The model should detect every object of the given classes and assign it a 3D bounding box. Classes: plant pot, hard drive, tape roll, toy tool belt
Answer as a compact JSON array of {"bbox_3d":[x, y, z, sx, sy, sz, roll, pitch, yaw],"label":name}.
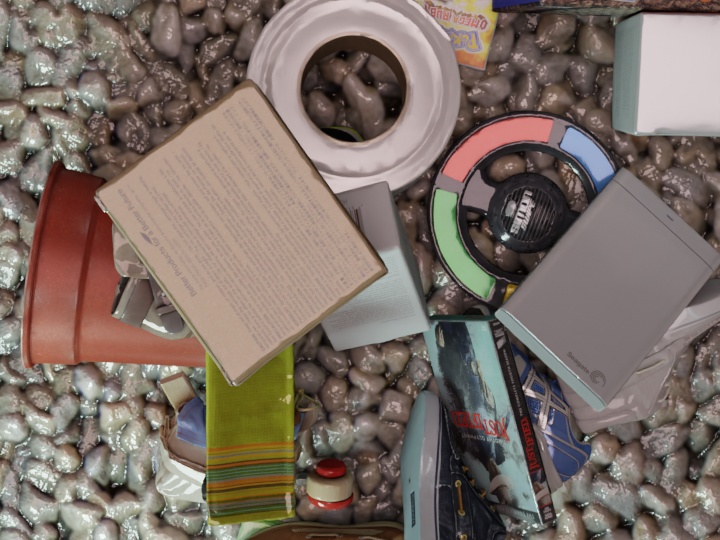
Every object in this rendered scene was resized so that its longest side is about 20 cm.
[{"bbox_3d":[-0.211,0.009,1.426,0.194,0.201,0.202,9,97,-5],"label":"plant pot"},{"bbox_3d":[0.235,0.015,1.387,0.132,0.027,0.200,42,67,2],"label":"hard drive"},{"bbox_3d":[-0.007,-0.164,1.380,0.201,0.071,0.204,0,86,-2],"label":"tape roll"},{"bbox_3d":[-0.102,0.166,1.464,0.198,0.125,0.124,5,105,3],"label":"toy tool belt"}]

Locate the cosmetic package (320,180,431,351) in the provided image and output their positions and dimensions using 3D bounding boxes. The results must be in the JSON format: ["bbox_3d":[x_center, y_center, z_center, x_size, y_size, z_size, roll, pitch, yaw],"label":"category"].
[{"bbox_3d":[0.000,0.000,1.394,0.101,0.200,0.072,-13,64,5],"label":"cosmetic package"}]

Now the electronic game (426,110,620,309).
[{"bbox_3d":[0.164,-0.057,1.458,0.198,0.042,0.202,1,97,4],"label":"electronic game"}]

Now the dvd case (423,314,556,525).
[{"bbox_3d":[0.122,0.141,1.438,0.022,0.146,0.201,-19,97,-23],"label":"dvd case"}]

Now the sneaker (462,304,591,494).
[{"bbox_3d":[0.159,0.123,1.474,0.077,0.076,0.201,-26,92,-20],"label":"sneaker"}]

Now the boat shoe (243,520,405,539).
[{"bbox_3d":[-0.038,0.290,1.476,0.198,0.074,0.076,-10,95,2],"label":"boat shoe"}]

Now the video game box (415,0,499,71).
[{"bbox_3d":[0.048,-0.306,1.436,0.199,0.047,0.183,14,100,2],"label":"video game box"}]

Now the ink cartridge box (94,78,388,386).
[{"bbox_3d":[-0.098,-0.033,1.247,0.164,0.075,0.201,-35,95,1],"label":"ink cartridge box"}]

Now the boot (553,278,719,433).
[{"bbox_3d":[0.287,0.085,1.449,0.199,0.074,0.096,-23,105,-3],"label":"boot"}]

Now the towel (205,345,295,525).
[{"bbox_3d":[-0.098,0.131,1.331,0.086,0.018,0.202,-5,104,-24],"label":"towel"}]

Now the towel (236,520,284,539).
[{"bbox_3d":[-0.078,0.364,1.536,0.148,0.031,0.201,16,95,0],"label":"towel"}]

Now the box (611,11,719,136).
[{"bbox_3d":[0.315,-0.177,1.353,0.151,0.200,0.107,2,97,3],"label":"box"}]

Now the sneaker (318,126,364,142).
[{"bbox_3d":[-0.087,-0.103,1.450,0.199,0.083,0.072,-16,95,6],"label":"sneaker"}]

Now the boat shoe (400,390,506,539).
[{"bbox_3d":[0.092,0.220,1.462,0.090,0.071,0.202,9,64,-15],"label":"boat shoe"}]

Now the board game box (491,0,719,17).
[{"bbox_3d":[0.236,-0.283,1.345,0.198,0.159,0.098,0,97,-10],"label":"board game box"}]

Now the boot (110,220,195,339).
[{"bbox_3d":[-0.146,-0.035,1.309,0.145,0.070,0.202,5,99,-12],"label":"boot"}]

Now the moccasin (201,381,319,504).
[{"bbox_3d":[-0.085,0.132,1.389,0.077,0.074,0.203,18,76,-15],"label":"moccasin"}]
